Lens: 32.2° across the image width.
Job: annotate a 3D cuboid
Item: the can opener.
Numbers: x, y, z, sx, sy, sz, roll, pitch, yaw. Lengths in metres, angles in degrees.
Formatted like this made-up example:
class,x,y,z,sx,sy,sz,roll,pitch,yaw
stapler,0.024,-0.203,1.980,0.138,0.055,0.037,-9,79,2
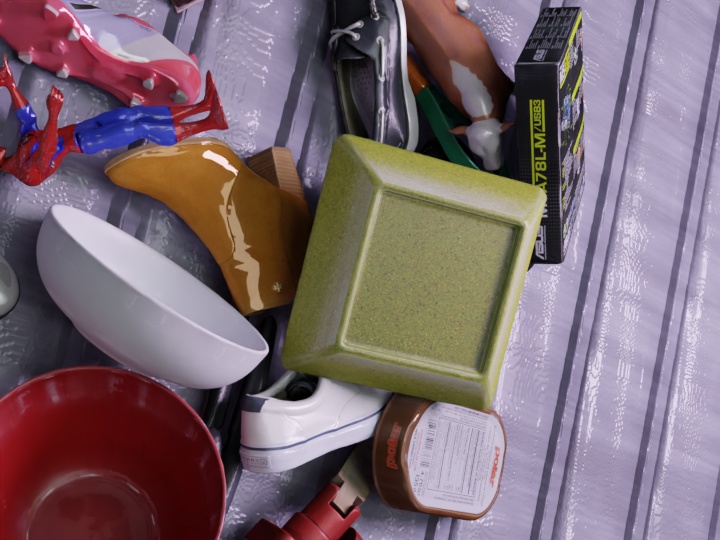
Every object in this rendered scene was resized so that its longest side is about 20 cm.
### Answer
class,x,y,z,sx,sy,sz,roll,pitch,yaw
can opener,-0.111,0.126,1.059,0.063,0.078,0.202,30,61,-20

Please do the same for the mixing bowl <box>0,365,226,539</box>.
class,x,y,z,sx,sy,sz,roll,pitch,yaw
mixing bowl,-0.202,0.186,0.939,0.198,0.109,0.202,4,61,-8

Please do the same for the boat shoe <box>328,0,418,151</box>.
class,x,y,z,sx,sy,sz,roll,pitch,yaw
boat shoe,0.004,-0.199,1.158,0.060,0.075,0.202,-19,95,-39

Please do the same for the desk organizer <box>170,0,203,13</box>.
class,x,y,z,sx,sy,sz,roll,pitch,yaw
desk organizer,-0.158,-0.333,1.059,0.071,0.077,0.202,-33,104,-32

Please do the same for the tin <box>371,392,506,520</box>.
class,x,y,z,sx,sy,sz,roll,pitch,yaw
tin,0.078,0.172,1.152,0.199,0.042,0.113,23,79,-55

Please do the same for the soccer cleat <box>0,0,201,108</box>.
class,x,y,z,sx,sy,sz,roll,pitch,yaw
soccer cleat,-0.220,-0.191,1.022,0.199,0.067,0.077,28,37,-22

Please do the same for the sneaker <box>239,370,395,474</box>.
class,x,y,z,sx,sy,sz,roll,pitch,yaw
sneaker,-0.030,0.113,1.079,0.199,0.072,0.072,-20,112,-55

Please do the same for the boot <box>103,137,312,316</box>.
class,x,y,z,sx,sy,sz,roll,pitch,yaw
boot,-0.116,-0.033,1.056,0.200,0.070,0.146,-3,77,-42

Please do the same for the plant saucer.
class,x,y,z,sx,sy,sz,roll,pitch,yaw
plant saucer,0.053,0.008,1.036,0.198,0.048,0.202,13,94,-18

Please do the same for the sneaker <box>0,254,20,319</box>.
class,x,y,z,sx,sy,sz,roll,pitch,yaw
sneaker,-0.320,-0.029,0.896,0.200,0.115,0.076,40,65,-25

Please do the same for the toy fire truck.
class,x,y,z,sx,sy,sz,roll,pitch,yaw
toy fire truck,-0.010,0.254,1.093,0.200,0.128,0.176,-46,111,-18

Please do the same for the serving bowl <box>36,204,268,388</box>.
class,x,y,z,sx,sy,sz,roll,pitch,yaw
serving bowl,-0.170,0.031,0.961,0.199,0.200,0.066,34,94,-27

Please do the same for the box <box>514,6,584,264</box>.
class,x,y,z,sx,sy,sz,roll,pitch,yaw
box,0.185,-0.134,1.199,0.200,0.047,0.195,-60,146,-59

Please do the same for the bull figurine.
class,x,y,z,sx,sy,sz,roll,pitch,yaw
bull figurine,0.102,-0.190,1.188,0.201,0.065,0.121,62,23,9

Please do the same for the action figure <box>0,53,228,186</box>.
class,x,y,z,sx,sy,sz,roll,pitch,yaw
action figure,-0.213,-0.130,0.971,0.198,0.065,0.100,-20,122,-4

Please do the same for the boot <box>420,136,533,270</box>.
class,x,y,z,sx,sy,sz,roll,pitch,yaw
boot,0.085,-0.023,1.152,0.165,0.065,0.200,49,30,-8

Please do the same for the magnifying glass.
class,x,y,z,sx,sy,sz,roll,pitch,yaw
magnifying glass,0.074,-0.157,1.193,0.200,0.022,0.079,51,30,4
